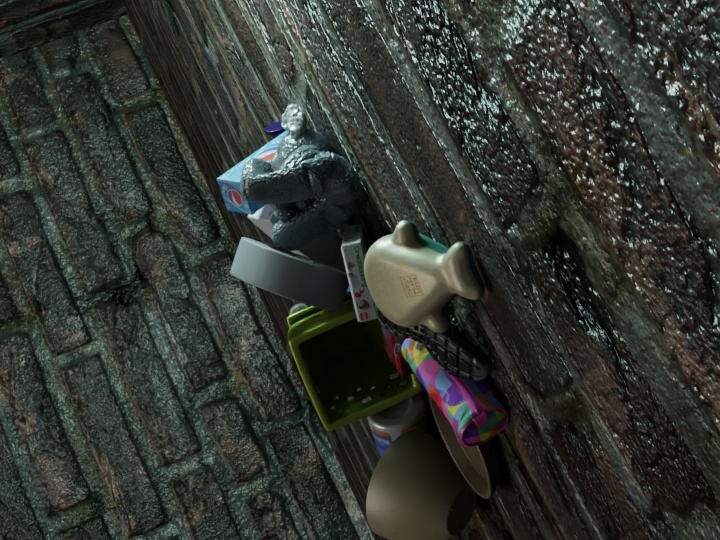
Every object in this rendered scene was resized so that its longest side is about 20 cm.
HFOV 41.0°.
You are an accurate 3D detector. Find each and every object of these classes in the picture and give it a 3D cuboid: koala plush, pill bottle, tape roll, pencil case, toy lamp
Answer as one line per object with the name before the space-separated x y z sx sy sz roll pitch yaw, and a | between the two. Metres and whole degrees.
koala plush | -0.090 -0.170 1.627 0.200 0.184 0.177 -96 -18 -48
pill bottle | 0.086 0.323 1.822 0.112 0.112 0.200 51 162 51
tape roll | -0.118 0.006 1.634 0.200 0.200 0.066 -156 86 -73
pencil case | 0.131 0.159 1.391 0.200 0.088 0.088 54 163 38
toy lamp | -0.140 -0.202 1.948 0.058 0.058 0.200 -133 26 -58

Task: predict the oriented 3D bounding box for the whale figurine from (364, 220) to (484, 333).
whale figurine | 0.095 0.002 1.274 0.200 0.104 0.159 -12 101 53

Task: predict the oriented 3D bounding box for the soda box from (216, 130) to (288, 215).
soda box | -0.159 -0.178 1.713 0.064 0.200 0.068 11 129 38

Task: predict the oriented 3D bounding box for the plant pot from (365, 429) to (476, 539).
plant pot | 0.123 0.396 1.692 0.134 0.200 0.200 16 135 37

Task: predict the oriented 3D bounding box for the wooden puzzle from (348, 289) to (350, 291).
wooden puzzle | -0.044 0.021 1.970 0.200 0.046 0.185 62 168 19

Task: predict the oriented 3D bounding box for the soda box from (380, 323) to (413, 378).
soda box | 0.071 0.080 1.546 0.070 0.063 0.200 56 165 42

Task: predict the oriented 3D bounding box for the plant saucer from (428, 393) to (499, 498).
plant saucer | 0.167 0.265 1.530 0.200 0.029 0.200 61 168 23

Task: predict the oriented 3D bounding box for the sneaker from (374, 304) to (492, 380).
sneaker | 0.113 0.079 1.359 0.200 0.079 0.075 35 147 30

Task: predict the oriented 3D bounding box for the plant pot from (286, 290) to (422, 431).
plant pot | -0.021 0.147 1.781 0.181 0.199 0.200 -129 17 -72

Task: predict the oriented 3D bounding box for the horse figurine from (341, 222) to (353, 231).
horse figurine | -0.072 -0.132 1.800 0.200 0.050 0.133 61 174 12

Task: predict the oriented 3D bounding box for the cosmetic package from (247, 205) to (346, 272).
cosmetic package | -0.100 -0.061 1.773 0.200 0.074 0.102 44 164 -29

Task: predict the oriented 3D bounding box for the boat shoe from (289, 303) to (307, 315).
boat shoe | -0.143 0.190 2.657 0.200 0.074 0.073 69 168 -18

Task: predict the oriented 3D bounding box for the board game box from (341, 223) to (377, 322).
board game box | 0.000 0.000 1.597 0.200 0.035 0.126 -86 -17 -78
